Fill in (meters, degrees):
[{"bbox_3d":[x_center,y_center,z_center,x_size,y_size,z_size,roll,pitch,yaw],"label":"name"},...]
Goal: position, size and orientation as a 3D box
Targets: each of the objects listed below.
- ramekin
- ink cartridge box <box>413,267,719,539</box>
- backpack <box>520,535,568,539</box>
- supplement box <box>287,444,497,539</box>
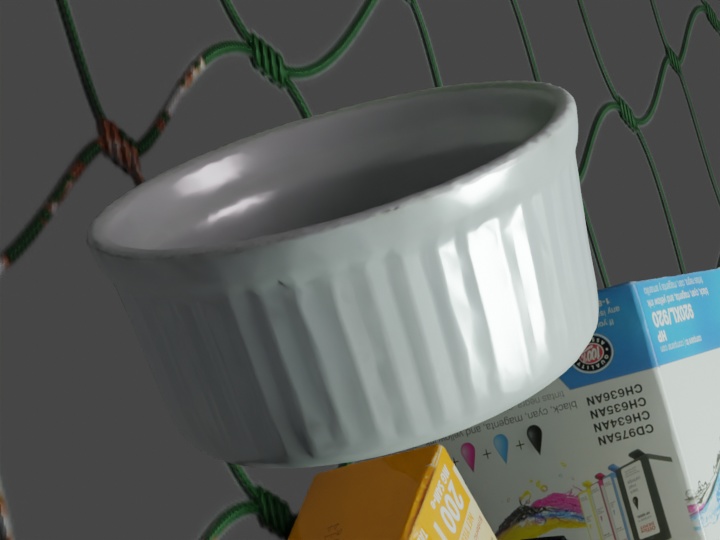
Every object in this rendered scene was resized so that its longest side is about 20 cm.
[{"bbox_3d":[0.000,0.000,0.750,0.200,0.200,0.098,-47,123,-61],"label":"ramekin"},{"bbox_3d":[0.130,0.116,0.981,0.145,0.147,0.200,-6,80,-62],"label":"ink cartridge box"},{"bbox_3d":[-0.002,0.206,0.639,0.147,0.183,0.200,-6,86,-57],"label":"backpack"},{"bbox_3d":[0.037,0.197,0.834,0.200,0.073,0.126,60,29,-25],"label":"supplement box"}]
